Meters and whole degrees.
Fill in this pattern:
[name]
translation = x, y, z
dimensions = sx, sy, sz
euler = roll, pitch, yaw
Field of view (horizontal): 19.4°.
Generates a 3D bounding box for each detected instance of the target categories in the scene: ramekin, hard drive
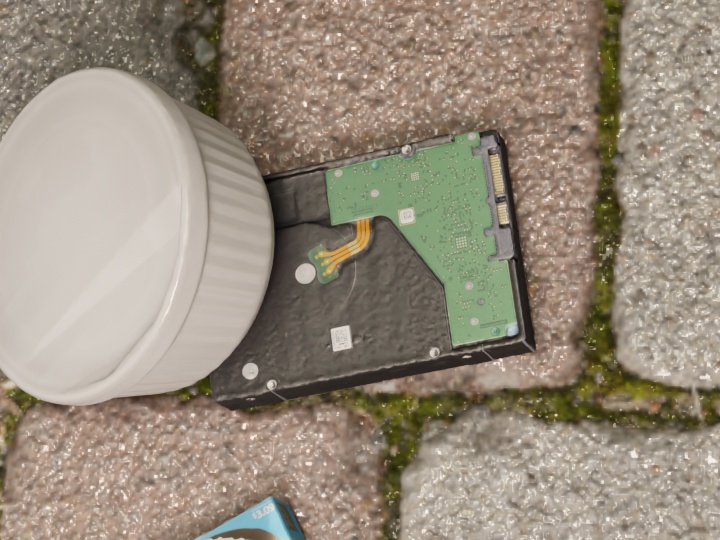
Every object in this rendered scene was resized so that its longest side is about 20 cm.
[ramekin]
translation = -0.139, -0.015, 1.273
dimensions = 0.202, 0.094, 0.203
euler = -10, 74, 41
[hard drive]
translation = 0.000, 0.000, 1.286
dimensions = 0.199, 0.038, 0.140
euler = -13, 73, 15

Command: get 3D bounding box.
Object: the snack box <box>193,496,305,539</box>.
[snack box]
translation = -0.109, 0.235, 1.258
dimensions = 0.200, 0.037, 0.116
euler = -31, 69, 8
